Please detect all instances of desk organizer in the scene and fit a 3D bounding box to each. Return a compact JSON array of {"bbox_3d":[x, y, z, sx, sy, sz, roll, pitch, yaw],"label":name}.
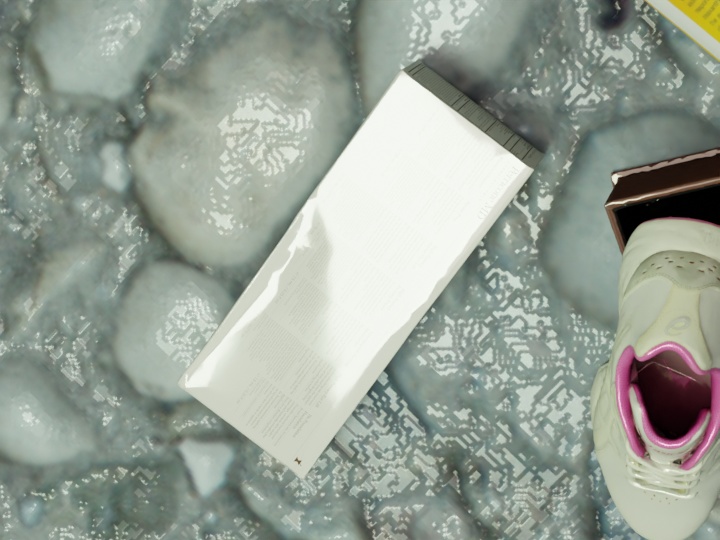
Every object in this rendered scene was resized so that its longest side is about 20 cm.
[{"bbox_3d":[0.219,-0.029,1.059,0.199,0.077,0.072,-13,99,14],"label":"desk organizer"}]

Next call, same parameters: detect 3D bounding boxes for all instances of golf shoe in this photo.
[{"bbox_3d":[0.141,0.070,1.061,0.075,0.092,0.200,7,133,12],"label":"golf shoe"}]

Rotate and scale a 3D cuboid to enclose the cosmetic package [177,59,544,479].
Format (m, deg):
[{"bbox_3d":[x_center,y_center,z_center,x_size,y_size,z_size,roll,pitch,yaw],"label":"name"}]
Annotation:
[{"bbox_3d":[0.000,0.000,1.124,0.082,0.051,0.200,38,107,4],"label":"cosmetic package"}]

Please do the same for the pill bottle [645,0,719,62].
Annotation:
[{"bbox_3d":[0.171,-0.162,1.023,0.200,0.111,0.111,39,106,1],"label":"pill bottle"}]
